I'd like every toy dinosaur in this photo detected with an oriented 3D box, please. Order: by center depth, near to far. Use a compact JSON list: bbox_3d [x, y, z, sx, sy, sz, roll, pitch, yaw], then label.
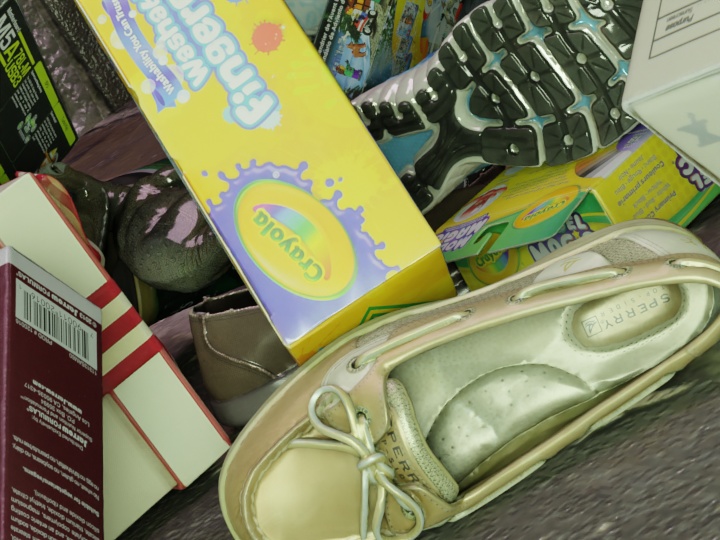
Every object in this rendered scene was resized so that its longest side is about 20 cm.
[{"bbox_3d":[-0.089,-0.022,1.058,0.199,0.077,0.102,20,62,46],"label":"toy dinosaur"}]

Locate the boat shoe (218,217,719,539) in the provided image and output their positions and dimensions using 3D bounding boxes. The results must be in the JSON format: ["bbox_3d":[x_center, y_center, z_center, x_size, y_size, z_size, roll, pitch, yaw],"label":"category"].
[{"bbox_3d":[0.039,0.046,0.705,0.199,0.074,0.063,-25,8,3],"label":"boat shoe"}]

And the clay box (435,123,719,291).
[{"bbox_3d":[0.121,-0.048,0.911,0.200,0.048,0.115,-42,15,-31],"label":"clay box"}]

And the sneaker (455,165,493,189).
[{"bbox_3d":[0.007,-0.041,1.084,0.199,0.086,0.078,-22,16,40],"label":"sneaker"}]

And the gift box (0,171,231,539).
[{"bbox_3d":[-0.194,0.059,0.981,0.186,0.185,0.200,-40,17,-21],"label":"gift box"}]

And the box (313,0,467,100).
[{"bbox_3d":[0.028,-0.142,1.176,0.200,0.037,0.138,20,-91,-74],"label":"box"}]

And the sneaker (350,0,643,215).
[{"bbox_3d":[0.069,-0.089,0.910,0.199,0.079,0.090,-19,14,44],"label":"sneaker"}]

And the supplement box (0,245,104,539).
[{"bbox_3d":[-0.156,0.102,0.777,0.108,0.061,0.201,-27,47,24],"label":"supplement box"}]

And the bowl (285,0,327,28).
[{"bbox_3d":[-0.042,-0.229,1.149,0.200,0.108,0.200,-38,-14,-11],"label":"bowl"}]

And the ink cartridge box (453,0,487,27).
[{"bbox_3d":[0.088,-0.144,1.154,0.201,0.039,0.099,-66,17,-17],"label":"ink cartridge box"}]

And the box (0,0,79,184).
[{"bbox_3d":[-0.243,-0.048,1.092,0.194,0.047,0.200,-55,-13,-13],"label":"box"}]

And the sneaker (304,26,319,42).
[{"bbox_3d":[-0.027,-0.107,1.196,0.071,0.073,0.200,-53,-9,24],"label":"sneaker"}]

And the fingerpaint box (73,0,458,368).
[{"bbox_3d":[-0.036,-0.048,0.822,0.073,0.201,0.167,-32,-19,-1],"label":"fingerpaint box"}]

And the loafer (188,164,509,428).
[{"bbox_3d":[0.000,0.000,0.975,0.199,0.071,0.073,-33,12,2],"label":"loafer"}]

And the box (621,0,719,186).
[{"bbox_3d":[0.189,-0.128,0.715,0.127,0.109,0.201,-18,48,47],"label":"box"}]

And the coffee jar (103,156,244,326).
[{"bbox_3d":[-0.118,-0.019,1.204,0.199,0.086,0.104,-24,21,-39],"label":"coffee jar"}]
